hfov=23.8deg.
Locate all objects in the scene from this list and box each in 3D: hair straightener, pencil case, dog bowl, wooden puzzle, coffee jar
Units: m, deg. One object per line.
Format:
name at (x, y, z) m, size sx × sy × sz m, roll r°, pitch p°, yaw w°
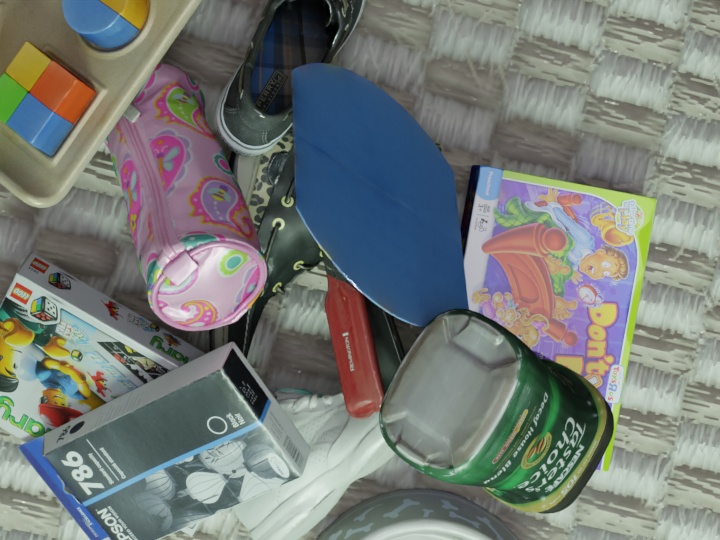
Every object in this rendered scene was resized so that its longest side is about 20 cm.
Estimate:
hair straightener at (0.000, 0.000, 1.168) m, size 0.041 × 0.077 × 0.202 m, roll -27°, pitch 74°, yaw 38°
pencil case at (-0.125, -0.054, 1.154) m, size 0.087 × 0.088 × 0.201 m, roll -20°, pitch 50°, yaw -3°
dog bowl at (0.044, 0.264, 1.242) m, size 0.198 × 0.059 × 0.202 m, roll 0°, pitch 92°, yaw -5°
wooden puzzle at (-0.222, -0.169, 1.169) m, size 0.185 × 0.046 × 0.201 m, roll 36°, pitch 87°, yaw 26°
coffee jar at (0.096, 0.099, 1.130) m, size 0.085 × 0.200 × 0.105 m, roll 31°, pitch 91°, yaw 30°

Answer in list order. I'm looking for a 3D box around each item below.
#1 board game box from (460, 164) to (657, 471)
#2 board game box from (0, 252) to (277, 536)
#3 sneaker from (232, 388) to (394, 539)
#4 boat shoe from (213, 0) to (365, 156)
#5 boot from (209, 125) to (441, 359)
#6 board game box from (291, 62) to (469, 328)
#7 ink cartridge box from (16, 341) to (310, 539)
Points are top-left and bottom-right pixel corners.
board game box at (0.130, 0.034, 1.246) m, size 0.133 × 0.045 × 0.202 m, roll 10°, pitch 92°, yaw -5°
board game box at (-0.173, 0.089, 1.202) m, size 0.199 × 0.035 × 0.127 m, roll 30°, pitch 121°, yaw -5°
sneaker at (-0.022, 0.110, 1.211) m, size 0.200 × 0.075 × 0.089 m, roll -42°, pitch 75°, yaw 14°
boat shoe at (-0.039, -0.171, 1.180) m, size 0.070 × 0.066 × 0.201 m, roll 35°, pitch 63°, yaw -10°
boot at (-0.027, -0.010, 1.219) m, size 0.152 × 0.073 × 0.206 m, roll 8°, pitch 93°, yaw -8°
board game box at (0.001, -0.043, 1.130) m, size 0.157 × 0.201 × 0.039 m, roll 30°, pitch 130°, yaw -34°
ink cartridge box at (-0.142, 0.132, 1.175) m, size 0.199 × 0.039 × 0.100 m, roll -26°, pitch 112°, yaw 25°
